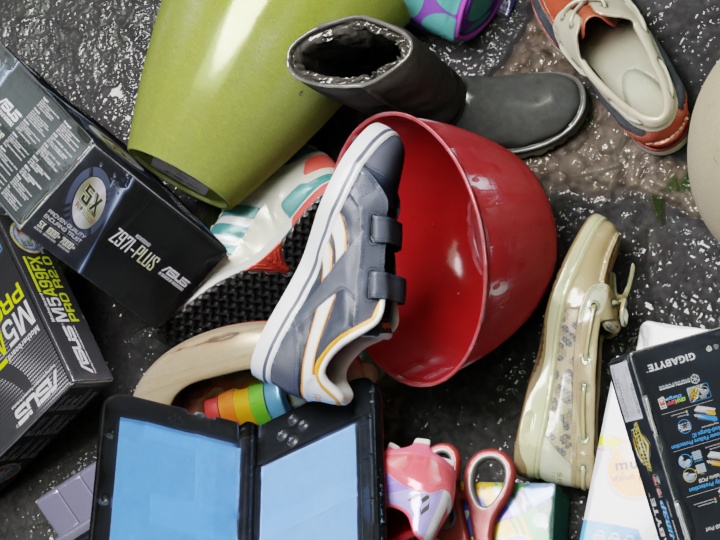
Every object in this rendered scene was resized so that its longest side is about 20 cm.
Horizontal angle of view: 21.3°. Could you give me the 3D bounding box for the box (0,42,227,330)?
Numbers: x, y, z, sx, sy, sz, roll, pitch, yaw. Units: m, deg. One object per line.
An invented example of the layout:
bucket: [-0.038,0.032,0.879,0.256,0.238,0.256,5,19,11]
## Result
box: [-0.220,-0.068,1.486,0.086,0.164,0.200,-48,42,1]

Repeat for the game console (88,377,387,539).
game console: [-0.082,0.155,1.310,0.172,0.119,0.200,-27,41,25]

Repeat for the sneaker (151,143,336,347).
sneaker: [-0.090,-0.022,1.520,0.200,0.070,0.093,-40,47,7]

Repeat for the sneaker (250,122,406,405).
sneaker: [0.000,0.000,1.343,0.079,0.078,0.200,25,95,19]

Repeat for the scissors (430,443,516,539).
scissors: [0.079,0.218,1.352,0.073,0.014,0.200,-7,72,15]

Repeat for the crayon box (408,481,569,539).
crayon box: [0.080,0.253,1.375,0.126,0.052,0.200,-1,74,20]

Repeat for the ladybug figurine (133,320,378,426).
ladybug figurine: [-0.077,0.096,1.451,0.200,0.072,0.136,-12,112,19]

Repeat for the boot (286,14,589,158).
boot: [0.062,-0.140,1.416,0.182,0.200,0.073,-11,68,16]

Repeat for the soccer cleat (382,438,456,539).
soccer cleat: [-0.015,0.174,1.379,0.200,0.067,0.077,-17,43,39]

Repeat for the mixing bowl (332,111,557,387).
mixing bowl: [0.074,-0.021,1.405,0.200,0.108,0.200,21,116,54]

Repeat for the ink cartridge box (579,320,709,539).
ink cartridge box: [0.228,0.130,1.348,0.115,0.068,0.200,8,77,20]

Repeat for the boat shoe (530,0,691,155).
boat shoe: [0.186,-0.176,1.460,0.071,0.063,0.200,-34,65,10]

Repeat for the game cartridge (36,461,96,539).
game cartridge: [-0.138,0.222,1.428,0.130,0.038,0.200,-34,93,4]

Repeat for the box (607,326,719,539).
box: [0.283,0.108,1.282,0.200,0.046,0.159,-15,84,-14]

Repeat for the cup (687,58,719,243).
cup: [0.318,-0.104,1.346,0.200,0.143,0.200,-6,72,19]

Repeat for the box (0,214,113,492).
box: [-0.296,0.076,1.522,0.200,0.044,0.160,-43,63,32]

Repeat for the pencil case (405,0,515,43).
pencil case: [0.025,-0.255,1.529,0.200,0.085,0.092,29,86,25]

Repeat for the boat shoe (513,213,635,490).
boat shoe: [0.164,0.059,1.397,0.063,0.073,0.200,13,87,16]

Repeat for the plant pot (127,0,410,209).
plant pot: [-0.090,-0.155,1.477,0.187,0.187,0.200,25,81,24]
